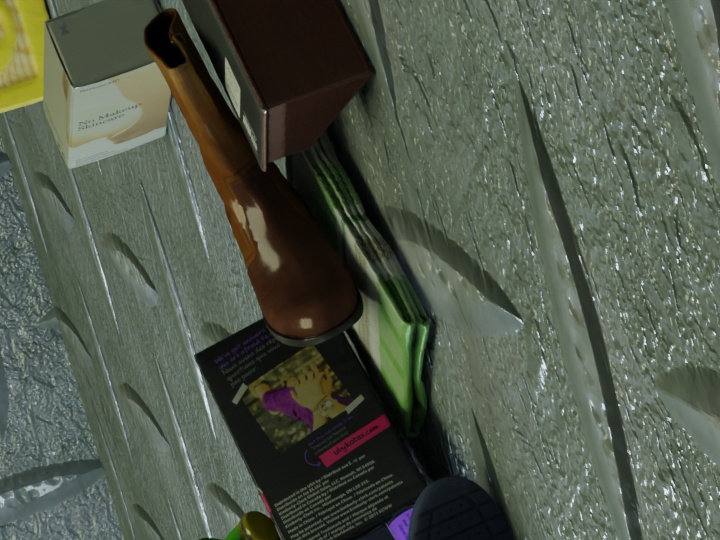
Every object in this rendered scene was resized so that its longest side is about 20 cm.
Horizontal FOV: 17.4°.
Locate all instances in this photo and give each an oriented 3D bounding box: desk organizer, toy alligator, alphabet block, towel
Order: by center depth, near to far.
[{"bbox_3d":[-0.066,-0.173,1.535,0.072,0.077,0.200,94,153,-60],"label":"desk organizer"},{"bbox_3d":[0.000,0.000,1.631,0.149,0.031,0.200,87,157,-56],"label":"towel"},{"bbox_3d":[-0.055,0.209,1.743,0.059,0.200,0.054,-47,69,26],"label":"toy alligator"},{"bbox_3d":[-0.470,-0.282,2.747,0.200,0.195,0.197,-150,41,-69],"label":"alphabet block"}]

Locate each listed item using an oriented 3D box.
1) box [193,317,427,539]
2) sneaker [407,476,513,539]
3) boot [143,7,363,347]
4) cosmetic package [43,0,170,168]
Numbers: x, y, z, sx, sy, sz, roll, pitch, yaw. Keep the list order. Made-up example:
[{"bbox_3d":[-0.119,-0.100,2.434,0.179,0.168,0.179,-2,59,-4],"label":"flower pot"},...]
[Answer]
[{"bbox_3d":[-0.021,0.135,1.662,0.200,0.106,0.122,61,179,38],"label":"box"},{"bbox_3d":[0.071,0.229,1.547,0.082,0.074,0.200,-155,49,-74],"label":"sneaker"},{"bbox_3d":[-0.072,-0.064,1.567,0.188,0.068,0.200,-109,-5,-56],"label":"boot"},{"bbox_3d":[-0.228,-0.171,2.130,0.200,0.105,0.071,110,138,-71],"label":"cosmetic package"}]
